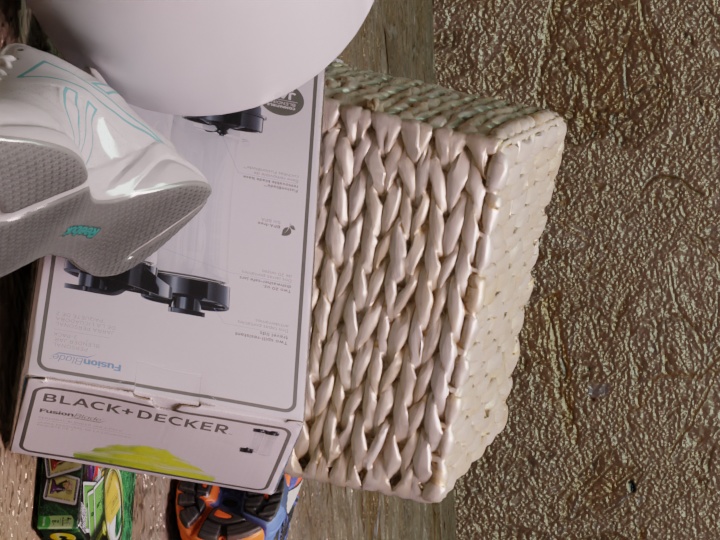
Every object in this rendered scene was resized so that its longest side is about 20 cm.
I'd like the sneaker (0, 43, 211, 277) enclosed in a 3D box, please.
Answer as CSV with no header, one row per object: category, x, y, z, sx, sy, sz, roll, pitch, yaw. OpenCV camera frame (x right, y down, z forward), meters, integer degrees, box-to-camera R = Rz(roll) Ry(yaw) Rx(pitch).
sneaker,-0.130,-0.043,0.883,0.080,0.070,0.200,53,14,13

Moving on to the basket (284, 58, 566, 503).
basket,0.000,0.000,1.215,0.200,0.160,0.199,-30,131,-75

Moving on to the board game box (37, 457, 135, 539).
board game box,-0.120,0.041,1.090,0.105,0.023,0.201,79,11,-65

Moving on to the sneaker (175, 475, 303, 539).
sneaker,-0.067,0.120,1.369,0.200,0.075,0.079,-66,163,-57

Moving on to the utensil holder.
utensil holder,-0.075,-0.170,0.925,0.200,0.169,0.171,77,13,-71

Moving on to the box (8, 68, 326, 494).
box,-0.080,-0.012,1.011,0.060,0.116,0.201,114,-18,-52
